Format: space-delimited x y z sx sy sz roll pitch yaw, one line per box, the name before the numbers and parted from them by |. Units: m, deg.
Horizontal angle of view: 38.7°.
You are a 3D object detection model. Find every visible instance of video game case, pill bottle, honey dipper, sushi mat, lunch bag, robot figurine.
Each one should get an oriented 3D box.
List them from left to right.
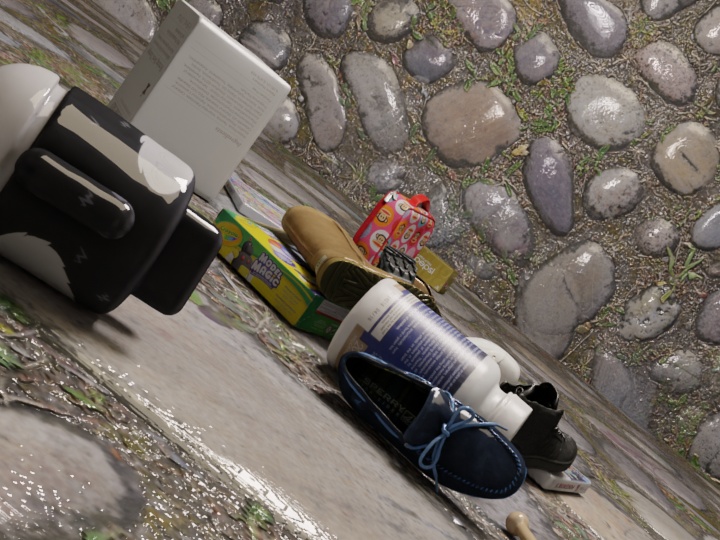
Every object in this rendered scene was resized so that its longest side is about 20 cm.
robot figurine | -0.195 -0.049 0.701 0.199 0.150 0.126 35 43 -18
video game case | -0.152 -0.093 1.654 0.142 0.018 0.200 34 7 -24
sushi mat | -0.090 -0.042 1.400 0.198 0.012 0.095 19 -7 45
lunch bag | 0.077 -0.081 2.090 0.082 0.177 0.200 39 7 22
pill bottle | 0.071 0.110 1.037 0.199 0.112 0.111 38 7 13
video game case | 0.203 0.221 1.362 0.199 0.023 0.182 40 7 30
honey dipper | 0.161 0.252 0.868 0.038 0.038 0.200 35 6 -15

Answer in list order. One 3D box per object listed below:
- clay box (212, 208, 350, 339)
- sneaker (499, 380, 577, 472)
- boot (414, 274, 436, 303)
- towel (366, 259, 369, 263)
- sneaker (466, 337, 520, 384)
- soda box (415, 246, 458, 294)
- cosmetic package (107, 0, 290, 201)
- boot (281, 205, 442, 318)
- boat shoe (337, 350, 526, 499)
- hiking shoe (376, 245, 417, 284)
clay box | -0.098 -0.002 1.188 0.200 0.048 0.115 43 8 30
sneaker | 0.214 0.181 1.217 0.198 0.105 0.060 8 27 -43
boot | 0.102 0.065 1.668 0.199 0.076 0.074 40 5 11
towel | 0.021 0.013 1.825 0.143 0.023 0.200 37 7 3
sneaker | 0.135 0.128 1.434 0.197 0.074 0.085 21 13 -8
soda box | 0.149 -0.029 2.578 0.199 0.068 0.064 40 7 19
cosmetic package | -0.234 -0.242 1.453 0.165 0.201 0.167 33 7 -29
boot | 0.000 0.000 1.207 0.174 0.066 0.200 34 8 -23
boat shoe | 0.055 0.142 0.921 0.198 0.085 0.069 25 -16 19
hiking shoe | 0.039 0.052 1.425 0.073 0.087 0.201 25 31 -4
